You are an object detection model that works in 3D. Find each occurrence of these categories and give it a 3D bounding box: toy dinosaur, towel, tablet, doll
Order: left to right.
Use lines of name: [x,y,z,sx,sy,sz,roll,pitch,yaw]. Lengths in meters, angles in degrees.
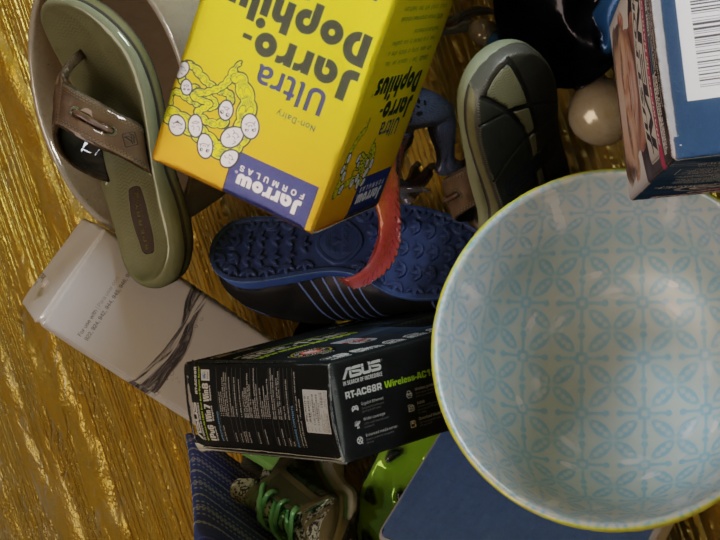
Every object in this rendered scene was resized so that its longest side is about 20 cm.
towel: [-0.074,0.203,1.090,0.145,0.024,0.200,40,-174,-17]
toy dinosaur: [0.022,-0.124,0.884,0.105,0.200,0.182,-6,134,35]
tablet: [0.111,0.144,0.921,0.200,0.130,0.014,9,147,47]
doll: [0.113,-0.168,0.829,0.136,0.048,0.200,-14,95,45]

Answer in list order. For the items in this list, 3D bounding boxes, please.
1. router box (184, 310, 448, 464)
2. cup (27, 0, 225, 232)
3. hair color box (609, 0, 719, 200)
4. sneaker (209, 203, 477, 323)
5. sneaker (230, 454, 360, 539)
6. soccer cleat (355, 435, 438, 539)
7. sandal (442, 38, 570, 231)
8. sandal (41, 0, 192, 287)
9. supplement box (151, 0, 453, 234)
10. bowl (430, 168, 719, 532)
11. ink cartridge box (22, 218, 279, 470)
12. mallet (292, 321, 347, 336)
router box: [0.011,0.068,0.931,0.150,0.200,0.062,-5,95,49]
cup: [-0.126,-0.137,1.042,0.200,0.143,0.201,22,121,41]
hair color box: [0.160,-0.092,0.691,0.060,0.200,0.100,-6,87,6]
sneaker: [0.000,0.000,0.990,0.199,0.078,0.070,4,69,13]
sneaker: [-0.052,0.179,1.069,0.200,0.088,0.077,-115,29,-70]
soccer cleat: [0.029,0.204,1.076,0.067,0.081,0.201,12,99,9]
sandal: [0.082,-0.061,0.862,0.057,0.080,0.201,34,149,33]
sandal: [-0.164,-0.084,0.940,0.080,0.057,0.201,-15,94,50]
supplement box: [-0.021,-0.138,0.812,0.109,0.109,0.200,25,109,15]
bowl: [0.147,0.054,0.824,0.200,0.200,0.108,50,180,22]
ink cartridge box: [-0.140,0.051,1.075,0.200,0.084,0.145,36,174,-17]
mallet: [-0.008,-0.009,1.052,0.066,0.041,0.200,29,122,36]
